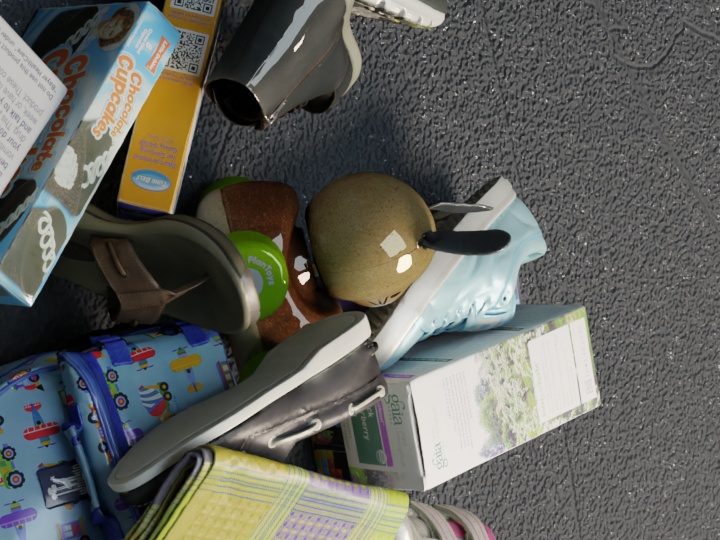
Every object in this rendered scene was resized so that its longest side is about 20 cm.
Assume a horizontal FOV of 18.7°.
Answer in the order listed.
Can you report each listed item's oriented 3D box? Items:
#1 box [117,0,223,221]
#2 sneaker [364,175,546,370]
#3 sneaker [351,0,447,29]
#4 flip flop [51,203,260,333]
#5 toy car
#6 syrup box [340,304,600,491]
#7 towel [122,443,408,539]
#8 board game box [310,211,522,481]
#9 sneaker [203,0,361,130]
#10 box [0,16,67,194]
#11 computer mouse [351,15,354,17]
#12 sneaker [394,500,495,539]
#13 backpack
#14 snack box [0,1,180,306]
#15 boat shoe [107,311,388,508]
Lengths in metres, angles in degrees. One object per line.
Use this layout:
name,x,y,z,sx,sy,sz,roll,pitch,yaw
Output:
box,-0.123,-0.105,1.413,0.041,0.119,0.202,15,81,-4
sneaker,0.072,0.017,1.552,0.082,0.074,0.200,46,57,-5
sneaker,-0.001,-0.224,1.486,0.199,0.074,0.085,20,87,-49
flip flop,-0.145,0.002,1.338,0.058,0.199,0.082,-49,143,-39
toy car,0.000,0.000,1.446,0.198,0.164,0.159,-16,109,-1
syrup box,0.078,0.088,1.572,0.199,0.081,0.079,-20,104,-42
towel,-0.067,0.173,1.309,0.199,0.023,0.144,18,111,-47
board game box,0.042,0.056,1.629,0.199,0.056,0.167,-24,111,-42
sneaker,-0.057,-0.128,1.417,0.107,0.074,0.200,-56,170,-14
box,-0.298,-0.086,1.244,0.184,0.104,0.201,48,60,-36
computer mouse,-0.063,-0.232,1.512,0.139,0.052,0.201,-52,134,-22
sneaker,0.050,0.201,1.585,0.088,0.082,0.200,-32,150,1
backpack,-0.176,0.130,1.349,0.199,0.134,0.184,-10,80,-37
snack box,-0.199,-0.074,1.336,0.037,0.116,0.201,43,63,-37
boat shoe,-0.063,0.095,1.312,0.199,0.074,0.061,-34,107,-36
